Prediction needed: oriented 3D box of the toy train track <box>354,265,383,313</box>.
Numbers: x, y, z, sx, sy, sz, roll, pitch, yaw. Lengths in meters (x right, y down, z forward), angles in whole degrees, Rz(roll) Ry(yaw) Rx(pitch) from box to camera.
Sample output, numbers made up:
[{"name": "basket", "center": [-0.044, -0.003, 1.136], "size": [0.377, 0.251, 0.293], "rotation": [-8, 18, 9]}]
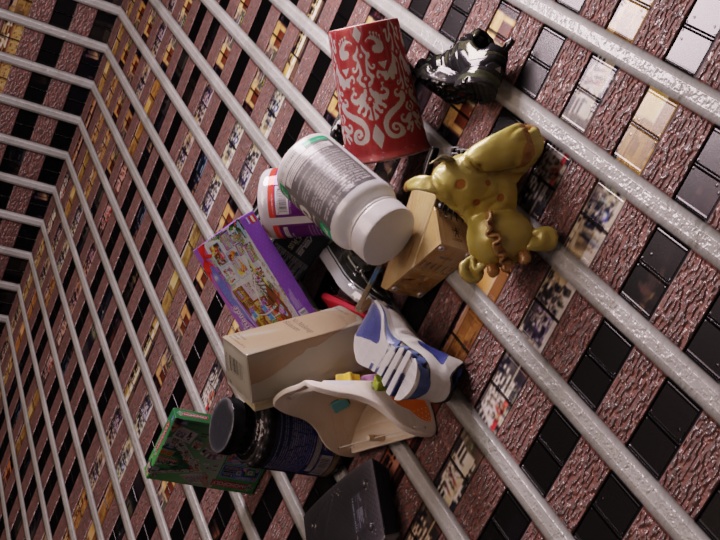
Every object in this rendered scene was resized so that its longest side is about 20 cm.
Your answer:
[{"name": "toy train track", "center": [0.050, -0.022, 1.609], "size": [0.201, 0.032, 0.115], "rotation": [-61, -5, -17]}]

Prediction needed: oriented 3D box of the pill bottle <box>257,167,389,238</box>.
[{"name": "pill bottle", "center": [-0.055, -0.112, 1.704], "size": [0.112, 0.199, 0.113], "rotation": [-3, -90, -80]}]

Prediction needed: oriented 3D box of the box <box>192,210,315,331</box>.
[{"name": "box", "center": [-0.168, 0.021, 1.718], "size": [0.137, 0.039, 0.200], "rotation": [-29, 94, 43]}]

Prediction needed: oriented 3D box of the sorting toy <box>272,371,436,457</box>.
[{"name": "sorting toy", "center": [-0.022, 0.189, 1.535], "size": [0.200, 0.179, 0.107], "rotation": [-27, 56, 52]}]

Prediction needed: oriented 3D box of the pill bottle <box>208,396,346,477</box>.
[{"name": "pill bottle", "center": [-0.125, 0.251, 1.659], "size": [0.112, 0.199, 0.112], "rotation": [-31, 52, 50]}]

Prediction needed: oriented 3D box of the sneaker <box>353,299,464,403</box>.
[{"name": "sneaker", "center": [0.072, 0.128, 1.473], "size": [0.081, 0.115, 0.199], "rotation": [-59, 31, 14]}]

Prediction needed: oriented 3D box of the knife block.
[{"name": "knife block", "center": [0.101, -0.080, 1.561], "size": [0.200, 0.064, 0.176], "rotation": [-43, 43, 44]}]

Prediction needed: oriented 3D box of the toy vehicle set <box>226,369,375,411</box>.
[{"name": "toy vehicle set", "center": [-0.091, 0.159, 1.649], "size": [0.124, 0.199, 0.027], "rotation": [28, 125, 60]}]

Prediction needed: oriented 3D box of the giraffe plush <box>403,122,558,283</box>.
[{"name": "giraffe plush", "center": [0.171, -0.079, 1.380], "size": [0.172, 0.200, 0.163], "rotation": [-29, 86, 39]}]

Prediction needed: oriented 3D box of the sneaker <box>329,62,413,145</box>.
[{"name": "sneaker", "center": [0.015, -0.295, 1.799], "size": [0.200, 0.066, 0.091], "rotation": [-48, 37, 32]}]

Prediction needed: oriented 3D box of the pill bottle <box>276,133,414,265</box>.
[{"name": "pill bottle", "center": [-0.021, -0.102, 1.553], "size": [0.200, 0.113, 0.113], "rotation": [43, 116, 34]}]

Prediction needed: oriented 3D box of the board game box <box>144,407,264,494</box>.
[{"name": "board game box", "center": [-0.250, 0.310, 1.842], "size": [0.135, 0.199, 0.029], "rotation": [-61, 31, 22]}]

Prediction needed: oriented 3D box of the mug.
[{"name": "mug", "center": [0.016, -0.273, 1.648], "size": [0.177, 0.133, 0.201], "rotation": [-147, 43, -73]}]

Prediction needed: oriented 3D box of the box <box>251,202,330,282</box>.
[{"name": "box", "center": [-0.138, -0.056, 1.858], "size": [0.200, 0.086, 0.164], "rotation": [-53, 27, -1]}]

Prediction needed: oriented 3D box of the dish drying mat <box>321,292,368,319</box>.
[{"name": "dish drying mat", "center": [0.006, 0.081, 1.650], "size": [0.018, 0.077, 0.200], "rotation": [-40, 27, -16]}]

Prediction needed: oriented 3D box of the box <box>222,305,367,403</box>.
[{"name": "box", "center": [-0.092, 0.120, 1.587], "size": [0.095, 0.199, 0.078], "rotation": [25, 124, 55]}]

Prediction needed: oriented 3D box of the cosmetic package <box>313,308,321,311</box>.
[{"name": "cosmetic package", "center": [-0.117, 0.124, 1.822], "size": [0.200, 0.081, 0.113], "rotation": [-5, 73, 59]}]

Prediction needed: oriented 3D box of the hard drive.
[{"name": "hard drive", "center": [-0.014, 0.374, 1.579], "size": [0.200, 0.042, 0.135], "rotation": [-47, 40, 39]}]

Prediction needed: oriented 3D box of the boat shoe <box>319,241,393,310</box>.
[{"name": "boat shoe", "center": [0.000, 0.000, 1.685], "size": [0.071, 0.072, 0.200], "rotation": [-52, 43, 9]}]

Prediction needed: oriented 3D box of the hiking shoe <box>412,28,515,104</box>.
[{"name": "hiking shoe", "center": [0.154, -0.300, 1.577], "size": [0.101, 0.076, 0.200], "rotation": [-58, 32, -4]}]
